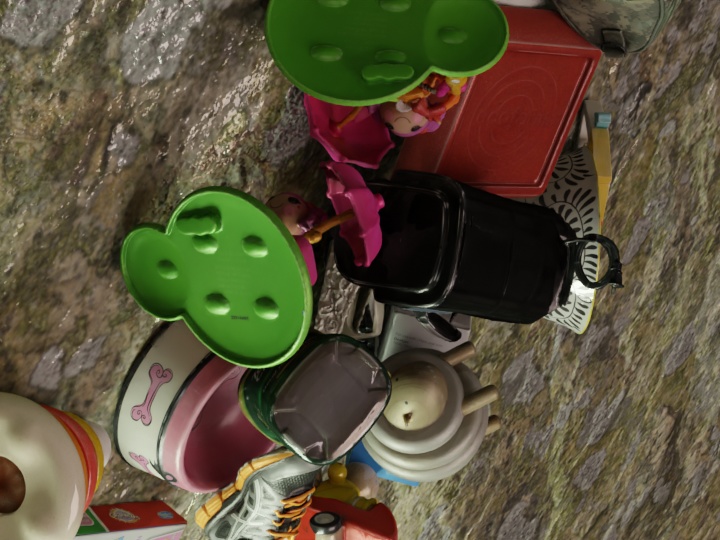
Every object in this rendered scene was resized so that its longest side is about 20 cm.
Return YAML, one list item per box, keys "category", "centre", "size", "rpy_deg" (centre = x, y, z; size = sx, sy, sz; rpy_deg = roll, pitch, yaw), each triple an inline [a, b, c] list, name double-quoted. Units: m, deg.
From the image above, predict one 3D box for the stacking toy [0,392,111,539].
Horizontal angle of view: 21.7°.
- category: "stacking toy"
  centre: [-0.257, 0.162, 1.558]
  size: [0.147, 0.145, 0.200]
  rpy_deg: [-63, 166, 14]

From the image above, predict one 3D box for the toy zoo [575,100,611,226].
- category: "toy zoo"
  centre: [0.250, -0.092, 2.059]
  size: [0.132, 0.020, 0.201]
  rpy_deg: [-89, -177, -47]

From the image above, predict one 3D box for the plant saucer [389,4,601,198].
- category: "plant saucer"
  centre: [0.137, -0.149, 1.771]
  size: [0.198, 0.037, 0.201]
  rpy_deg: [-2, 122, -41]

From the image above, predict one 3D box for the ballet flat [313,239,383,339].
- category: "ballet flat"
  centre: [-0.016, 0.065, 1.736]
  size: [0.072, 0.071, 0.202]
  rpy_deg: [18, 83, -61]

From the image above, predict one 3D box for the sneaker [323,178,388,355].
- category: "sneaker"
  centre: [0.000, 0.000, 1.827]
  size: [0.079, 0.073, 0.202]
  rpy_deg: [-67, 171, -65]

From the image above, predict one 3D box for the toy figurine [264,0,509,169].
- category: "toy figurine"
  centre: [0.022, -0.160, 1.591]
  size: [0.184, 0.198, 0.152]
  rpy_deg: [89, 5, -65]

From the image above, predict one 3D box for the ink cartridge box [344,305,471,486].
- category: "ink cartridge box"
  centre: [0.052, 0.093, 1.908]
  size: [0.145, 0.084, 0.201]
  rpy_deg: [-80, -175, -60]

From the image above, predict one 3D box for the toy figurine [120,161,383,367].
- category: "toy figurine"
  centre: [-0.069, -0.025, 1.561]
  size: [0.184, 0.199, 0.152]
  rpy_deg: [-31, 116, -48]

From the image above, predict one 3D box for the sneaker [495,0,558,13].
- category: "sneaker"
  centre: [0.159, -0.246, 1.798]
  size: [0.199, 0.074, 0.089]
  rpy_deg: [11, 113, -48]

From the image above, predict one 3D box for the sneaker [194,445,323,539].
- category: "sneaker"
  centre: [-0.079, 0.214, 1.725]
  size: [0.078, 0.078, 0.200]
  rpy_deg: [-16, 160, -37]

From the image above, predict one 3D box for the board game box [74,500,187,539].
- category: "board game box"
  centre: [-0.264, 0.293, 1.746]
  size: [0.199, 0.040, 0.154]
  rpy_deg: [6, 115, -59]

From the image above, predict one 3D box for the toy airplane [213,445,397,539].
- category: "toy airplane"
  centre: [-0.047, 0.226, 1.850]
  size: [0.140, 0.200, 0.200]
  rpy_deg: [-21, 164, -39]

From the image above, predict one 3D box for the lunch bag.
- category: "lunch bag"
  centre: [0.247, -0.320, 1.732]
  size: [0.168, 0.138, 0.202]
  rpy_deg: [65, 38, -58]

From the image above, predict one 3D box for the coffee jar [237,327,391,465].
- category: "coffee jar"
  centre: [-0.044, 0.102, 1.594]
  size: [0.104, 0.085, 0.200]
  rpy_deg: [-48, -171, -8]

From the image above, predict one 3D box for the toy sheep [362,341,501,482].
- category: "toy sheep"
  centre: [0.062, 0.137, 1.772]
  size: [0.138, 0.138, 0.200]
  rpy_deg: [-47, 157, -15]

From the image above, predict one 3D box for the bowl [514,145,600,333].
- category: "bowl"
  centre: [0.193, -0.034, 2.010]
  size: [0.201, 0.093, 0.203]
  rpy_deg: [-178, -90, -86]

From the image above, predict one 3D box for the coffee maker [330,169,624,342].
- category: "coffee maker"
  centre: [0.102, -0.024, 1.678]
  size: [0.191, 0.136, 0.199]
  rpy_deg: [-19, 165, 30]

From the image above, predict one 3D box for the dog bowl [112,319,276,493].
- category: "dog bowl"
  centre: [-0.131, 0.118, 1.732]
  size: [0.200, 0.074, 0.201]
  rpy_deg: [-38, 148, -29]
